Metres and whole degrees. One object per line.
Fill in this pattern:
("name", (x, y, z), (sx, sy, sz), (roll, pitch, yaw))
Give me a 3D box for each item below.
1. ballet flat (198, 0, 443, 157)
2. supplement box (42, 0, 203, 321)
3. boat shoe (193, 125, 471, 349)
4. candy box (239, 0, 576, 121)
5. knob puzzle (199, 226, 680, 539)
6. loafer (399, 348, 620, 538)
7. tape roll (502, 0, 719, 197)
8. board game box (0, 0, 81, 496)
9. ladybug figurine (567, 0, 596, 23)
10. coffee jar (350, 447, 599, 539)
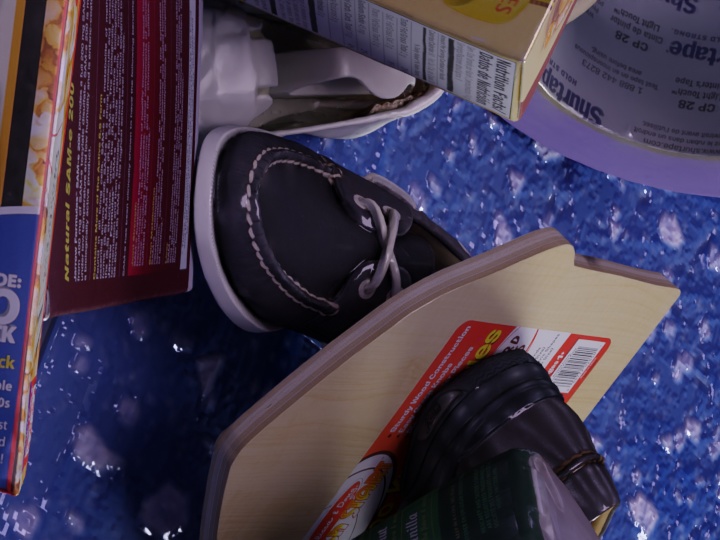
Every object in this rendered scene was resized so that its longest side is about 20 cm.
("ballet flat", (-0.040, -0.074, 0.845), (0.199, 0.069, 0.070), (-8, 92, -49))
("supplement box", (-0.093, -0.044, 0.680), (0.200, 0.060, 0.110), (-6, 99, -84))
("boat shoe", (0.000, 0.000, 0.843), (0.200, 0.060, 0.074), (45, 51, -60))
("candy box", (-0.012, -0.146, 0.780), (0.055, 0.199, 0.116), (82, 33, -72))
("knob puzzle", (0.010, 0.059, 0.837), (0.219, 0.030, 0.220), (-31, 148, -21))
("loafer", (0.050, 0.121, 0.859), (0.072, 0.072, 0.201), (-28, 146, -24))
("tape roll", (0.138, -0.117, 0.954), (0.200, 0.199, 0.086), (39, 57, -39))
("board game box", (-0.143, -0.056, 0.548), (0.150, 0.046, 0.202), (8, 91, -6))
("ladybug figurine", (0.011, -0.146, 0.846), (0.136, 0.199, 0.072), (-58, 169, -13))
("coffee jar", (-0.007, 0.145, 0.763), (0.105, 0.199, 0.086), (57, 14, -28))
